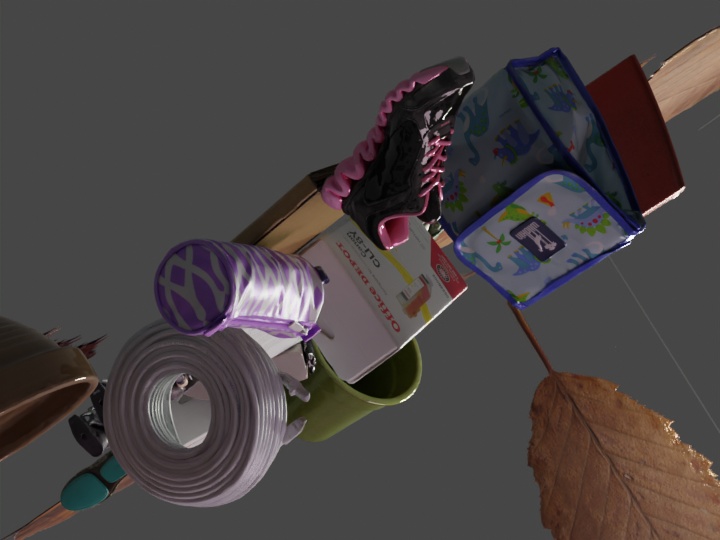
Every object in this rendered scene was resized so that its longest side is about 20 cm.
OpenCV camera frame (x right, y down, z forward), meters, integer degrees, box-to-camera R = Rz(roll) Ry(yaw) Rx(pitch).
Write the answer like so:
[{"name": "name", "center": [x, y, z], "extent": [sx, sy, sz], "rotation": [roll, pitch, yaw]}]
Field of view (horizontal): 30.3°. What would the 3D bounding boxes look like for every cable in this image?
[{"name": "cable", "center": [-0.173, 0.146, 1.374], "extent": [0.201, 0.200, 0.069], "rotation": [-52, 163, 16]}]

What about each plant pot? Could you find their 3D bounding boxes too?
[{"name": "plant pot", "center": [-0.039, 0.160, 2.005], "extent": [0.199, 0.201, 0.190], "rotation": [-26, 163, -48]}, {"name": "plant pot", "center": [0.329, -0.145, 1.769], "extent": [0.199, 0.178, 0.200], "rotation": [-34, 174, 11]}, {"name": "plant pot", "center": [-0.277, 0.085, 0.865], "extent": [0.199, 0.093, 0.201], "rotation": [-31, 174, -4]}]

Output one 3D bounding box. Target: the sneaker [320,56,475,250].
[{"name": "sneaker", "center": [0.047, -0.091, 1.099], "extent": [0.078, 0.096, 0.200], "rotation": [-24, 161, -41]}]

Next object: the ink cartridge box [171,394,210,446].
[{"name": "ink cartridge box", "center": [-0.279, 0.238, 2.037], "extent": [0.144, 0.084, 0.200], "rotation": [-29, 172, -31]}]

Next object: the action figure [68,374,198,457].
[{"name": "action figure", "center": [-0.260, 0.144, 1.568], "extent": [0.130, 0.070, 0.200], "rotation": [-43, 174, 23]}]

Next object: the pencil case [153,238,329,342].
[{"name": "pencil case", "center": [-0.102, 0.022, 1.173], "extent": [0.083, 0.086, 0.199], "rotation": [-31, 164, 20]}]

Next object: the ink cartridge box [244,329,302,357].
[{"name": "ink cartridge box", "center": [-0.109, 0.050, 1.702], "extent": [0.199, 0.044, 0.175], "rotation": [-29, 153, -29]}]

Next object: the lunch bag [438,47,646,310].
[{"name": "lunch bag", "center": [0.162, -0.082, 1.295], "extent": [0.170, 0.202, 0.127], "rotation": [-36, 173, 41]}]

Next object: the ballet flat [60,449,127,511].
[{"name": "ballet flat", "center": [-0.438, 0.349, 2.304], "extent": [0.199, 0.068, 0.075], "rotation": [-39, -173, 28]}]

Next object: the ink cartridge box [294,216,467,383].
[{"name": "ink cartridge box", "center": [0.015, 0.014, 1.449], "extent": [0.083, 0.146, 0.200], "rotation": [-36, 180, 32]}]

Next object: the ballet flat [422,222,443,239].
[{"name": "ballet flat", "center": [0.061, -0.056, 1.635], "extent": [0.074, 0.075, 0.200], "rotation": [-35, -177, 26]}]

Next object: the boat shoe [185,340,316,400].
[{"name": "boat shoe", "center": [-0.157, 0.115, 1.831], "extent": [0.197, 0.075, 0.093], "rotation": [-8, -142, 4]}]

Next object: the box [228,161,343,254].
[{"name": "box", "center": [-0.060, -0.047, 1.271], "extent": [0.199, 0.021, 0.163], "rotation": [-38, 172, 36]}]
